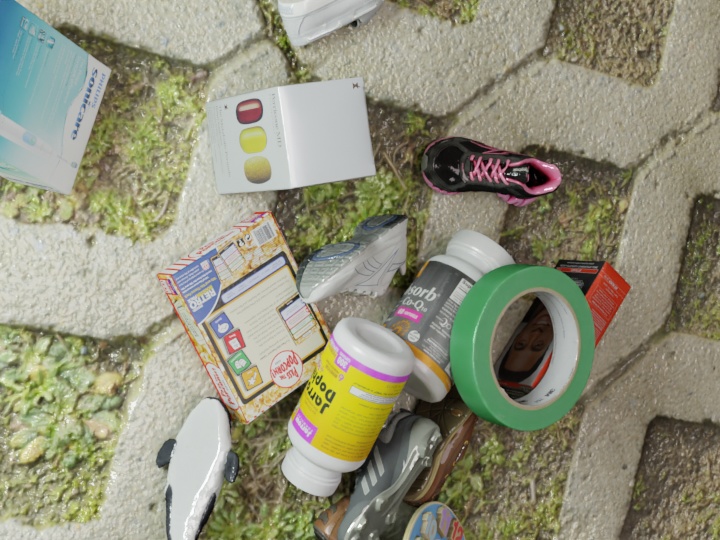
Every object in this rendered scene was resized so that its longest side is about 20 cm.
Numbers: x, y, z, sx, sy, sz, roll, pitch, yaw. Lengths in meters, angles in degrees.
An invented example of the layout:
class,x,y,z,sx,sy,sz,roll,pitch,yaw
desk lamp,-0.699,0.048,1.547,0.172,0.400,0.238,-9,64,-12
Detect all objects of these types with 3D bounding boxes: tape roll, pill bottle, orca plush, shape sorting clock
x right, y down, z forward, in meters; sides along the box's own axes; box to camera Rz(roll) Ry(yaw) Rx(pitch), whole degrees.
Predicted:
class,x,y,z,sx,sy,sz,roll,pitch,yaw
tape roll,0.201,0.094,1.624,0.198,0.048,0.203,-3,95,-34
pill bottle,0.106,0.054,1.654,0.116,0.116,0.201,43,70,-23
orca plush,-0.175,0.253,1.521,0.071,0.104,0.202,45,37,-62
pill bottle,-0.021,0.164,1.560,0.103,0.104,0.202,16,110,-29
shape sorting clock,0.097,0.390,1.647,0.200,0.039,0.203,34,52,-57

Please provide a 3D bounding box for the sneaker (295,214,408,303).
class,x,y,z,sx,sy,sz,roll,pitch,yaw
sneaker,0.000,0.000,1.598,0.199,0.074,0.088,-31,115,-43

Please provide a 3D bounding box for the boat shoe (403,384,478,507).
class,x,y,z,sx,sy,sz,roll,pitch,yaw
boat shoe,0.105,0.210,1.690,0.201,0.072,0.068,-59,144,-13

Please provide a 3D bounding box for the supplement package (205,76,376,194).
class,x,y,z,sx,sy,sz,roll,pitch,yaw
supplement package,-0.082,-0.150,1.493,0.108,0.199,0.115,-11,96,-29

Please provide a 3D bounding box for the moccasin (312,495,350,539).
class,x,y,z,sx,sy,sz,roll,pitch,yaw
moccasin,0.024,0.366,1.643,0.078,0.074,0.202,-40,100,-14

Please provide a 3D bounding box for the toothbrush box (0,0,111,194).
class,x,y,z,sx,sy,sz,roll,pitch,yaw
toothbrush box,-0.358,-0.181,1.346,0.200,0.084,0.148,31,73,-63

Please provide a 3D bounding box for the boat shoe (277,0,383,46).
class,x,y,z,sx,sy,sz,roll,pitch,yaw
boat shoe,-0.010,-0.329,1.611,0.199,0.072,0.069,-33,128,-32

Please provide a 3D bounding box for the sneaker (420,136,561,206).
class,x,y,z,sx,sy,sz,roll,pitch,yaw
sneaker,0.174,-0.130,1.702,0.198,0.095,0.080,6,90,-28

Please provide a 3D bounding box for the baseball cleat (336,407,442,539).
class,x,y,z,sx,sy,sz,roll,pitch,yaw
baseball cleat,0.015,0.253,1.613,0.200,0.106,0.070,-46,142,-31

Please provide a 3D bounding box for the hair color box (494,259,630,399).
class,x,y,z,sx,sy,sz,roll,pitch,yaw
hair color box,0.264,0.082,1.753,0.061,0.101,0.201,41,71,-25

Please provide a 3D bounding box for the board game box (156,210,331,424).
class,x,y,z,sx,sy,sz,roll,pitch,yaw
board game box,-0.128,0.055,1.559,0.151,0.046,0.202,-33,107,-26
